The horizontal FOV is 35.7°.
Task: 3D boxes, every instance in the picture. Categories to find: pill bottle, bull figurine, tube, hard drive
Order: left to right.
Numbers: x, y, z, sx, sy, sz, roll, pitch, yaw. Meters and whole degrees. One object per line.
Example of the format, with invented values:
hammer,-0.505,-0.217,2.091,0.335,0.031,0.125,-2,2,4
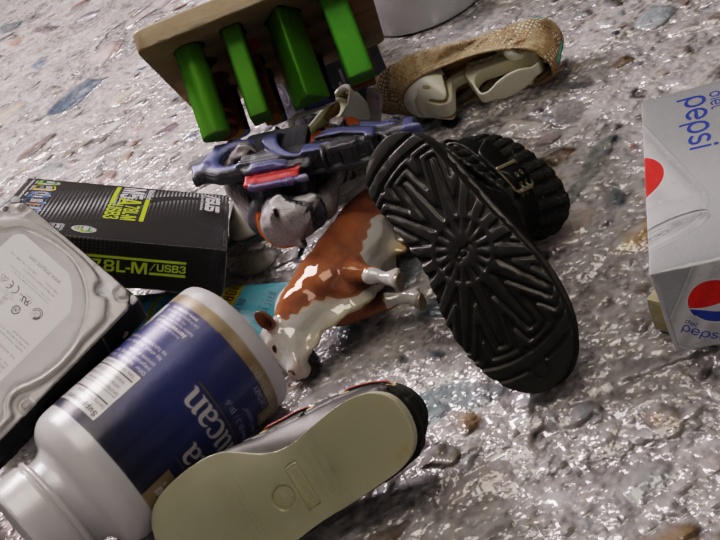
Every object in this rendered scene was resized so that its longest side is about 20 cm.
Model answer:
hard drive,-0.270,0.057,0.798,0.139,0.038,0.200,37,71,19
pill bottle,-0.155,0.115,0.782,0.200,0.112,0.110,-43,35,-23
tube,-0.146,0.042,0.947,0.197,0.051,0.078,-6,40,25
bull figurine,0.000,0.000,0.875,0.120,0.066,0.201,-2,40,30

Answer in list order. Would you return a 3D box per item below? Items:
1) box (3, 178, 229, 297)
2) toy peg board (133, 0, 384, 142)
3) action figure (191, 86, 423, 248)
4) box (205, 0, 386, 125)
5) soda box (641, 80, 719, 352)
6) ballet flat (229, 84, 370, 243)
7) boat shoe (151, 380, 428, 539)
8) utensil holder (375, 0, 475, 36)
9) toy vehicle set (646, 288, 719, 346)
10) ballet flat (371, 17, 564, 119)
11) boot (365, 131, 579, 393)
box,-0.209,-0.033,0.971,0.190,0.048,0.200,3,16,-6
toy peg board,-0.069,-0.170,0.989,0.197,0.099,0.199,-20,-9,4
action figure,-0.027,-0.081,0.935,0.197,0.106,0.194,-5,31,21
box,-0.072,-0.249,1.218,0.114,0.133,0.200,-32,32,-12
soda box,0.221,-0.042,0.715,0.067,0.064,0.201,-13,34,22
ballet flat,-0.065,-0.111,1.080,0.200,0.070,0.069,-43,35,-23
boat shoe,-0.044,0.134,0.724,0.199,0.074,0.063,-29,-5,16
utensil holder,0.044,-0.395,1.275,0.168,0.202,0.171,-19,32,12
toy vehicle set,0.292,-0.023,0.722,0.200,0.027,0.123,-44,35,-24
ballet flat,0.098,-0.182,1.063,0.197,0.071,0.066,-20,46,19
boot,0.108,-0.017,0.798,0.079,0.213,0.157,-40,-19,27
